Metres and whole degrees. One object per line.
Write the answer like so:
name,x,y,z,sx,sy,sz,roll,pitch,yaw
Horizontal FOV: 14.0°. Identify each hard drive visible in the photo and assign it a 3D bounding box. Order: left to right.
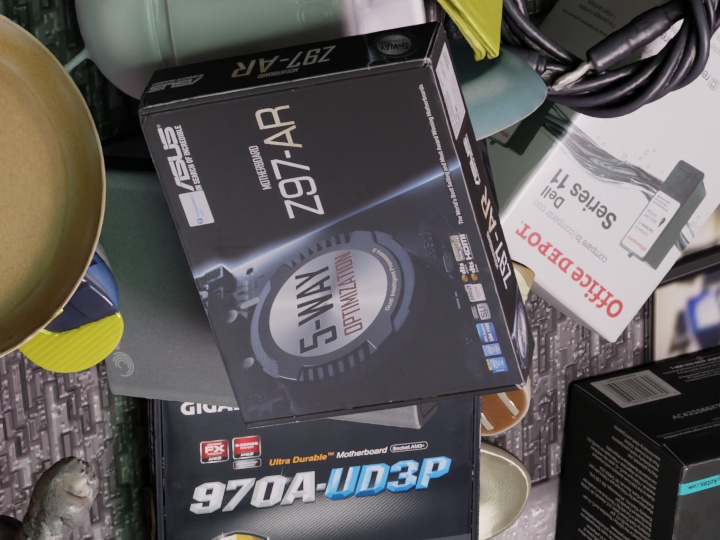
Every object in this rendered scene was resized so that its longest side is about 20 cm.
hard drive,-0.058,0.010,1.629,0.033,0.199,0.140,-41,130,-54

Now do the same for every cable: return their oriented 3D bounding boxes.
cable,0.143,-0.194,1.705,0.051,0.162,0.201,37,73,-83

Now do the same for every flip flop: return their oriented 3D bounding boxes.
flip flop,0.025,0.143,1.841,0.199,0.058,0.082,10,104,-35

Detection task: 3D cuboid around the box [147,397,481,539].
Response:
box,-0.028,0.122,1.763,0.199,0.046,0.160,-5,116,-11

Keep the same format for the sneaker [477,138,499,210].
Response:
sneaker,0.041,-0.054,1.671,0.071,0.200,0.083,-14,109,7

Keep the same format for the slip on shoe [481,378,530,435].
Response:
slip on shoe,0.041,0.010,1.788,0.076,0.061,0.200,-31,114,17

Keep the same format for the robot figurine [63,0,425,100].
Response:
robot figurine,-0.067,-0.151,1.569,0.199,0.171,0.113,-7,154,3

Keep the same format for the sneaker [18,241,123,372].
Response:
sneaker,-0.202,-0.037,1.593,0.074,0.082,0.200,-29,112,14

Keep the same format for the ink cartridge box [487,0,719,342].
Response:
ink cartridge box,0.153,-0.078,1.800,0.146,0.083,0.200,36,91,-40

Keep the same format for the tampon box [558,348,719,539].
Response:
tampon box,0.225,0.175,1.950,0.149,0.126,0.201,-11,120,-29

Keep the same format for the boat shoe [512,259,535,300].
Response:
boat shoe,0.000,0.000,1.703,0.200,0.073,0.063,16,93,-13

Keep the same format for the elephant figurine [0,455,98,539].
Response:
elephant figurine,-0.218,0.199,1.659,0.154,0.141,0.201,4,89,7

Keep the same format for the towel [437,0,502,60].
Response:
towel,0.053,-0.215,1.611,0.018,0.201,0.086,-18,138,26

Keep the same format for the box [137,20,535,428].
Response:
box,-0.010,-0.021,1.521,0.159,0.044,0.201,-8,119,16

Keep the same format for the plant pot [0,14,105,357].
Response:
plant pot,-0.231,-0.044,1.508,0.199,0.027,0.201,2,81,-14

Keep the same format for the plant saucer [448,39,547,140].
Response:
plant saucer,0.004,-0.093,1.621,0.199,0.200,0.028,-19,108,-25
